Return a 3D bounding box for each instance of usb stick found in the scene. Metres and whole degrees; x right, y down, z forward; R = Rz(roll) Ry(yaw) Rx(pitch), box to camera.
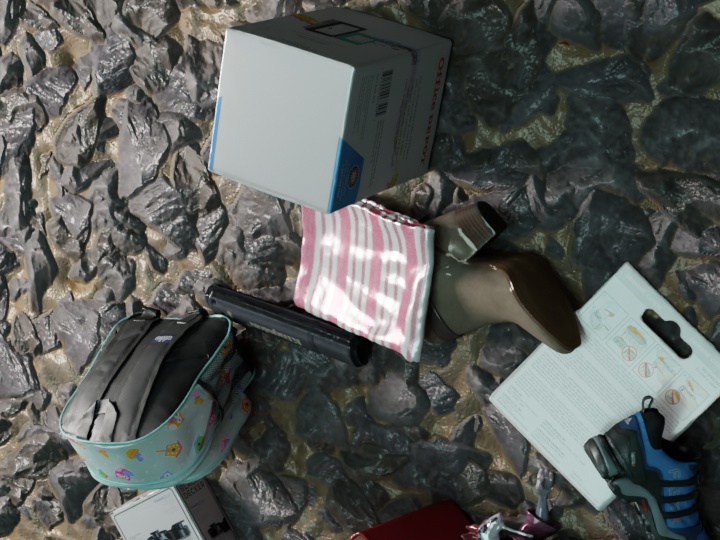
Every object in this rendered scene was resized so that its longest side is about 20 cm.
[{"bbox_3d":[-0.081,0.060,1.704,0.200,0.055,0.033,19,75,24],"label":"usb stick"}]

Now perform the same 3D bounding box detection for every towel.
[{"bbox_3d":[0.000,0.000,1.615,0.200,0.030,0.147,24,117,45],"label":"towel"}]

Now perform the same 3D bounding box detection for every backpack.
[{"bbox_3d":[-0.227,0.155,1.726,0.176,0.200,0.153,3,127,29],"label":"backpack"}]

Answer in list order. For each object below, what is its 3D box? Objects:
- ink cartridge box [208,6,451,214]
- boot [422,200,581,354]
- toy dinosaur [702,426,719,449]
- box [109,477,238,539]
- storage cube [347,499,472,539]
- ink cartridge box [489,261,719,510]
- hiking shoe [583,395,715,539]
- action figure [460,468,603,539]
[{"bbox_3d":[-0.027,-0.163,1.520,0.146,0.200,0.147,20,113,25],"label":"ink cartridge box"},{"bbox_3d":[0.118,0.031,1.567,0.146,0.070,0.200,-44,70,37],"label":"boot"},{"bbox_3d":[0.393,0.096,1.445,0.200,0.077,0.102,-45,69,36],"label":"toy dinosaur"},{"bbox_3d":[-0.199,0.347,1.849,0.117,0.060,0.200,-31,89,33],"label":"box"},{"bbox_3d":[0.054,0.369,1.622,0.200,0.180,0.171,49,118,22],"label":"storage cube"},{"bbox_3d":[0.253,0.115,1.545,0.161,0.050,0.200,46,103,11],"label":"ink cartridge box"},{"bbox_3d":[0.303,0.214,1.491,0.087,0.074,0.200,-39,118,8],"label":"hiking shoe"},{"bbox_3d":[0.198,0.308,1.604,0.200,0.134,0.149,20,137,22],"label":"action figure"}]
